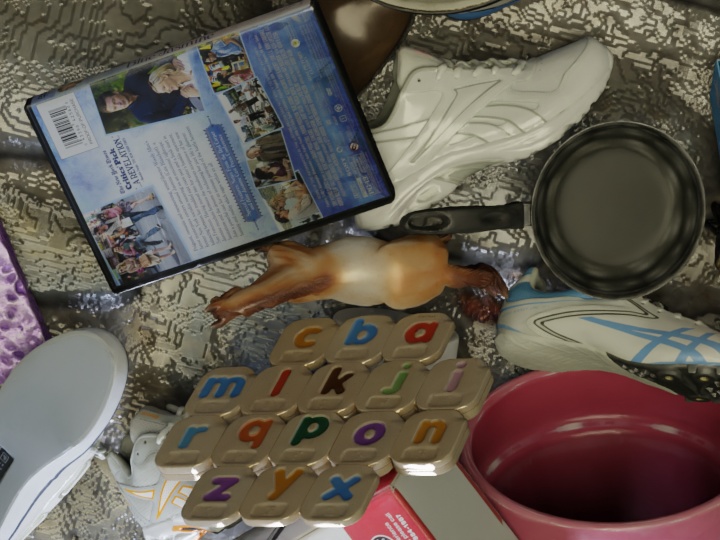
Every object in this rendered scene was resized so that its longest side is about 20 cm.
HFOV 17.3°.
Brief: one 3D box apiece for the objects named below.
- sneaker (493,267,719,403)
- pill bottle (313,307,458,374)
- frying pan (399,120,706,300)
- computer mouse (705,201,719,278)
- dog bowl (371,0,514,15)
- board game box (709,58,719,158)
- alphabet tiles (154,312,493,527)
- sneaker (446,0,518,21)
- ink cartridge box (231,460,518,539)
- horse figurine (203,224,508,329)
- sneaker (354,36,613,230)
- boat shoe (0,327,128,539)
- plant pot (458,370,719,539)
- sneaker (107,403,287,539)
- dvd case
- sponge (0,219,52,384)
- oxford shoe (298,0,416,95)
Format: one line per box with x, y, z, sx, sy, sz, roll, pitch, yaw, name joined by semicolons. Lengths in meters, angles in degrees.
0.181;0.039;1.533;0.199;0.072;0.073;11;75;28;sneaker
0.008;0.132;1.563;0.112;0.112;0.201;9;103;-4;pill bottle
0.130;-0.023;1.512;0.189;0.031;0.116;-25;101;-1;frying pan
0.280;0.054;1.570;0.044;0.110;0.201;-19;111;9;computer mouse
0.062;-0.251;1.466;0.199;0.074;0.202;-2;84;19;dog bowl
0.333;-0.070;1.516;0.198;0.154;0.040;-2;144;-1;board game box
-0.023;0.091;1.435;0.199;0.196;0.015;-4;125;25;alphabet tiles
0.131;-0.223;1.507;0.199;0.078;0.066;-30;104;6;sneaker
0.000;0.211;1.463;0.199;0.084;0.145;-32;100;30;ink cartridge box
0.000;0.000;1.523;0.198;0.133;0.050;0;101;-2;horse figurine
0.067;-0.109;1.526;0.199;0.078;0.100;-30;101;-1;sneaker
-0.203;0.116;1.572;0.075;0.086;0.202;41;112;18;boat shoe
0.167;0.183;1.550;0.198;0.200;0.180;-6;119;0;plant pot
-0.106;0.121;1.535;0.092;0.076;0.200;52;139;-4;sneaker
-0.094;-0.076;1.487;0.199;0.018;0.143;-18;115;12;dvd case
-0.289;-0.011;1.563;0.111;0.030;0.201;-22;103;3;sponge
-0.043;-0.121;1.520;0.200;0.084;0.073;-39;99;5;oxford shoe
